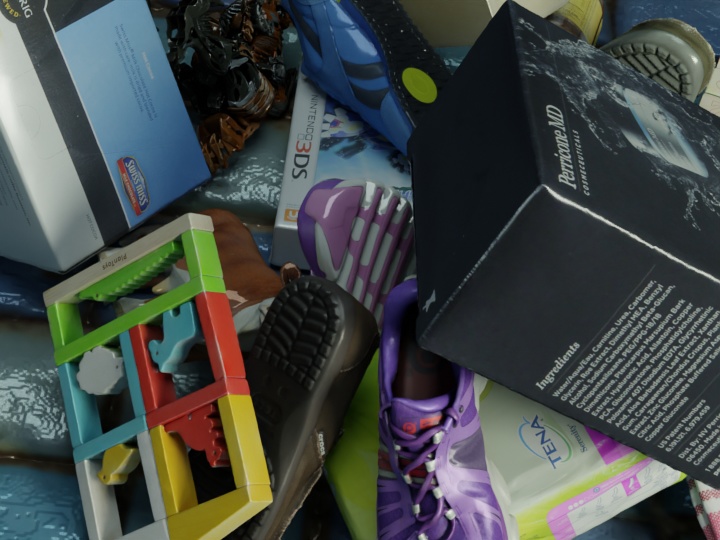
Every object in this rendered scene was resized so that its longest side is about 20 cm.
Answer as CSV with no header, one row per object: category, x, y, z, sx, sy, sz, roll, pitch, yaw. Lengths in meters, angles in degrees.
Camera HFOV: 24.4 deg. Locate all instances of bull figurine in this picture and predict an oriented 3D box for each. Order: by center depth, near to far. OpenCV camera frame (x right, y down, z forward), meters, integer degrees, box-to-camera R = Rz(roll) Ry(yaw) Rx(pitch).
bull figurine,-0.096,0.017,1.040,0.121,0.065,0.200,-12,23,-12

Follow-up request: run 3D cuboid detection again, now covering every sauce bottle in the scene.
sauce bottle,0.152,-0.189,1.264,0.064,0.065,0.200,16,27,7

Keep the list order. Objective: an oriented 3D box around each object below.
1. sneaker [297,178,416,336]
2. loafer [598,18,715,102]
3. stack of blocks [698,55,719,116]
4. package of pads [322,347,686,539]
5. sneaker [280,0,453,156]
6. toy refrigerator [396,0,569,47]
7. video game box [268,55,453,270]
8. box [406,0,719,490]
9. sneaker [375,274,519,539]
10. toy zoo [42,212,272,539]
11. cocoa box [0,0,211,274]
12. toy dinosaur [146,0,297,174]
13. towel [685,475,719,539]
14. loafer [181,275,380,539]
sneaker,0.000,0.000,1.038,0.088,0.200,0.081,19,77,30
loafer,0.201,-0.140,1.161,0.075,0.200,0.070,42,79,-1
stack of blocks,0.280,-0.121,1.211,0.058,0.115,0.200,20,48,11
package of pads,0.077,0.099,0.982,0.199,0.068,0.155,-27,53,1
sneaker,0.008,-0.138,1.179,0.066,0.078,0.201,-13,64,-46
toy refrigerator,0.051,-0.208,1.219,0.076,0.070,0.200,-33,23,-30
video game box,0.043,-0.070,1.182,0.199,0.047,0.183,7,49,-1
box,0.138,-0.017,0.906,0.199,0.118,0.197,25,32,-18
sneaker,0.033,0.101,0.889,0.080,0.083,0.201,-11,77,12
toy zoo,-0.116,0.084,0.950,0.020,0.131,0.201,8,62,-51
cocoa box,-0.209,-0.122,1.071,0.131,0.201,0.133,-35,30,-32
toy dinosaur,-0.099,-0.144,1.194,0.102,0.136,0.201,-30,40,27
towel,0.278,0.168,0.966,0.146,0.030,0.201,-12,72,-17
loafer,-0.041,0.100,0.948,0.073,0.201,0.071,40,19,34
